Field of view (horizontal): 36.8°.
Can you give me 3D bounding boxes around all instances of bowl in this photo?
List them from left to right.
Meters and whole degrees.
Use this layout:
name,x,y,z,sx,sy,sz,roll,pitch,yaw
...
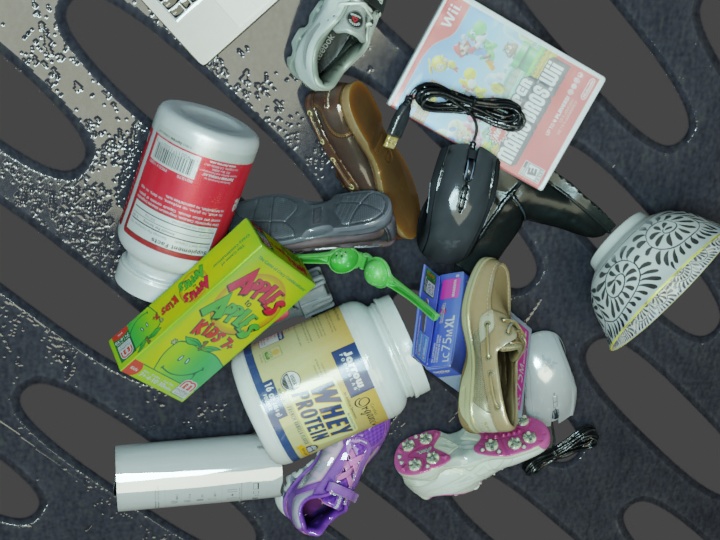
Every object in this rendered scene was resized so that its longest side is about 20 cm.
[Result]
name,x,y,z,sx,sy,sz,roll,pitch,yaw
bowl,0.338,-0.008,1.287,0.201,0.201,0.094,-46,72,9

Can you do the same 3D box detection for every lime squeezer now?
name,x,y,z,sx,sy,sz,roll,pitch,yaw
lime squeezer,0.000,0.000,1.212,0.200,0.071,0.038,20,105,5

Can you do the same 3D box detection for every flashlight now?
name,x,y,z,sx,sy,sz,roll,pitch,yaw
flashlight,-0.131,0.052,1.237,0.200,0.068,0.068,-22,121,-1

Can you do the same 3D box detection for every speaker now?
name,x,y,z,sx,sy,sz,roll,pitch,yaw
speaker,-0.196,0.242,1.300,0.199,0.081,0.081,-3,114,-12

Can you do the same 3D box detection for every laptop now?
name,x,y,z,sx,sy,sz,roll,pitch,yaw
laptop,-0.146,-0.318,1.041,0.187,0.116,0.200,-40,116,7

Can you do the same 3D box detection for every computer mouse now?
name,x,y,z,sx,sy,sz,roll,pitch,yaw
computer mouse,0.086,-0.102,1.172,0.140,0.046,0.200,18,110,-7
computer mouse,0.244,0.171,1.392,0.109,0.044,0.200,-19,117,-3

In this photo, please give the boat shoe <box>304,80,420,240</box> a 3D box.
name,x,y,z,sx,sy,sz,roll,pitch,yaw
boat shoe,0.004,-0.119,1.199,0.070,0.070,0.200,-7,122,32

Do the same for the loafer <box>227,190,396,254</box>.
name,x,y,z,sx,sy,sz,roll,pitch,yaw
loafer,-0.057,-0.042,1.189,0.199,0.072,0.063,-4,141,16

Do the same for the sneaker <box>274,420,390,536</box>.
name,x,y,z,sx,sy,sz,roll,pitch,yaw
sneaker,-0.026,0.251,1.340,0.080,0.088,0.200,32,102,-22

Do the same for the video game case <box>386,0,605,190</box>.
name,x,y,z,sx,sy,sz,roll,pitch,yaw
video game case,0.149,-0.197,1.184,0.200,0.017,0.143,28,97,-8

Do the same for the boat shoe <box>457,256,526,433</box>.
name,x,y,z,sx,sy,sz,roll,pitch,yaw
boat shoe,0.154,0.081,1.199,0.071,0.064,0.201,22,67,-50

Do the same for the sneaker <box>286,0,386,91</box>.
name,x,y,z,sx,sy,sz,roll,pitch,yaw
sneaker,-0.004,-0.272,1.108,0.074,0.089,0.200,16,109,-26

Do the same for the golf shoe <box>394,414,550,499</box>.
name,x,y,z,sx,sy,sz,roll,pitch,yaw
golf shoe,0.146,0.240,1.385,0.200,0.075,0.092,-13,129,8

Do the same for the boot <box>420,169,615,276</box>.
name,x,y,z,sx,sy,sz,roll,pitch,yaw
boot,0.177,-0.052,1.260,0.198,0.073,0.163,34,100,-17

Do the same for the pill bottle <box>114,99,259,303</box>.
name,x,y,z,sx,sy,sz,roll,pitch,yaw
pill bottle,-0.190,-0.069,1.144,0.112,0.112,0.200,16,109,-19

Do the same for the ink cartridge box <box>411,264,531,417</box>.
name,x,y,z,sx,sy,sz,roll,pitch,yaw
ink cartridge box,0.133,0.084,1.259,0.042,0.120,0.200,-11,148,38

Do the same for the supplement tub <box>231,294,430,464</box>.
name,x,y,z,sx,sy,sz,roll,pitch,yaw
supplement tub,-0.034,0.122,1.249,0.200,0.144,0.145,-24,117,-2

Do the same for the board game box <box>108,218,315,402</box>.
name,x,y,z,sx,sy,sz,roll,pitch,yaw
board game box,-0.156,0.045,1.144,0.200,0.048,0.102,-41,139,9
